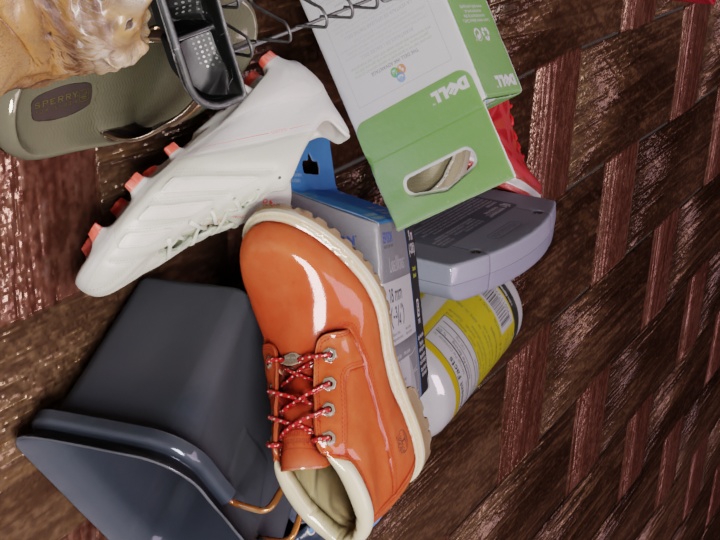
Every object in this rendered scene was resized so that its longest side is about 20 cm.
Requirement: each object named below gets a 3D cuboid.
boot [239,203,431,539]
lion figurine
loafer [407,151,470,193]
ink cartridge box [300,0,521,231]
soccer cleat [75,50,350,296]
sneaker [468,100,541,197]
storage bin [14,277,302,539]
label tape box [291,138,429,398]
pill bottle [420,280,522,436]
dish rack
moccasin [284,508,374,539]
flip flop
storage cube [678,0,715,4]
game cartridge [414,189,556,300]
[{"bbox_3d":[-0.025,0.062,0.660,0.200,0.075,0.107,65,33,-15],"label":"boot"},{"bbox_3d":[-0.184,-0.093,0.516,0.200,0.072,0.123,-54,135,-22],"label":"lion figurine"},{"bbox_3d":[0.053,-0.141,0.919,0.068,0.076,0.200,32,67,-59],"label":"loafer"},{"bbox_3d":[0.039,-0.140,0.764,0.059,0.104,0.200,-21,88,-55],"label":"ink cartridge box"},{"bbox_3d":[-0.085,-0.049,0.680,0.200,0.078,0.069,-48,-173,-23],"label":"soccer cleat"},{"bbox_3d":[0.132,-0.133,1.052,0.200,0.078,0.116,21,87,-62],"label":"sneaker"},{"bbox_3d":[-0.095,0.104,0.722,0.200,0.145,0.134,65,38,-50],"label":"storage bin"},{"bbox_3d":[0.000,0.000,0.800,0.144,0.063,0.200,-20,105,-78],"label":"label tape box"},{"bbox_3d":[0.048,0.075,0.971,0.200,0.111,0.111,-43,139,-42],"label":"pill bottle"},{"bbox_3d":[-0.031,-0.193,0.607,0.200,0.055,0.153,-27,123,-22],"label":"dish rack"},{"bbox_3d":[-0.042,0.173,0.809,0.200,0.080,0.068,-47,129,-8],"label":"moccasin"},{"bbox_3d":[-0.120,-0.109,0.640,0.200,0.058,0.081,-32,130,-51],"label":"flip flop"},{"bbox_3d":[0.235,-0.356,1.017,0.200,0.180,0.171,13,92,-60],"label":"storage cube"},{"bbox_3d":[0.081,-0.027,0.956,0.200,0.133,0.040,-29,122,-51],"label":"game cartridge"}]
